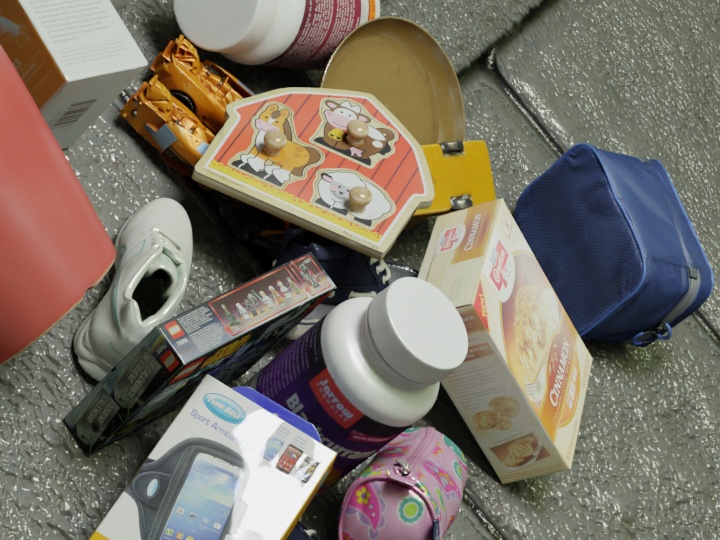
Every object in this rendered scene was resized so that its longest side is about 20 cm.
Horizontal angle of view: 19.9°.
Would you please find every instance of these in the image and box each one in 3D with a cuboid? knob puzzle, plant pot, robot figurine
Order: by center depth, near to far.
[{"bbox_3d":[-0.284,-0.035,1.481,0.178,0.200,0.201,51,36,-14],"label":"plant pot"},{"bbox_3d":[-0.025,-0.107,1.762,0.218,0.031,0.220,11,40,-9],"label":"knob puzzle"},{"bbox_3d":[-0.112,-0.109,1.813,0.200,0.058,0.145,39,39,-13],"label":"robot figurine"},{"bbox_3d":[0.023,-0.138,1.935,0.199,0.027,0.201,-2,94,-44],"label":"plant pot"}]

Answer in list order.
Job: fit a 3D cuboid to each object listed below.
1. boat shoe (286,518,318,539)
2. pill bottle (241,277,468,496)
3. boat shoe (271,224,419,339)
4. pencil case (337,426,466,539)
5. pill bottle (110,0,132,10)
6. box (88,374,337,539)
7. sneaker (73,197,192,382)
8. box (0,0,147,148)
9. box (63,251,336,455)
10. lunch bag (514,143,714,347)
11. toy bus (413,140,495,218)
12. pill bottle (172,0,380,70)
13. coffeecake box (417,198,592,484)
[{"bbox_3d":[-0.038,0.226,1.591,0.199,0.075,0.093,8,60,-42],"label":"boat shoe"},{"bbox_3d":[-0.008,0.091,1.633,0.111,0.200,0.112,26,43,-27],"label":"pill bottle"},{"bbox_3d":[0.000,0.000,1.781,0.075,0.093,0.200,38,30,30],"label":"boat shoe"},{"bbox_3d":[0.036,0.181,1.645,0.088,0.087,0.200,51,11,2],"label":"pencil case"},{"bbox_3d":[-0.244,-0.332,1.825,0.109,0.109,0.201,22,45,-32],"label":"pill bottle"},{"bbox_3d":[-0.106,0.169,1.523,0.119,0.042,0.200,30,59,6],"label":"box"},{"bbox_3d":[-0.164,0.005,1.648,0.070,0.080,0.201,35,38,-17],"label":"sneaker"},{"bbox_3d":[-0.285,-0.207,1.665,0.097,0.124,0.200,-19,73,-51],"label":"box"},{"bbox_3d":[-0.122,0.063,1.593,0.040,0.137,0.200,53,38,8],"label":"box"},{"bbox_3d":[0.262,-0.017,2.053,0.132,0.136,0.201,5,56,-43],"label":"lunch bag"},{"bbox_3d":[0.040,-0.079,1.878,0.199,0.078,0.065,-9,90,-44],"label":"toy bus"},{"bbox_3d":[-0.077,-0.245,1.891,0.200,0.114,0.115,-4,62,-59],"label":"pill bottle"},{"bbox_3d":[0.127,0.063,1.844,0.200,0.073,0.154,58,31,-28],"label":"coffeecake box"}]
